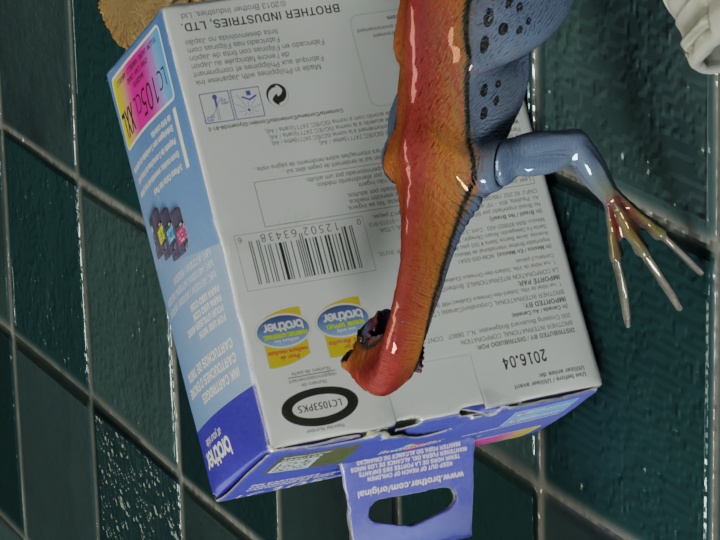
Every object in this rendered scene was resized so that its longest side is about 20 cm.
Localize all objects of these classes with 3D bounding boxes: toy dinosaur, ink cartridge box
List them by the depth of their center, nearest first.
[{"bbox_3d":[0.022,-0.057,1.010,0.105,0.200,0.182,-3,51,56],"label":"toy dinosaur"},{"bbox_3d":[0.000,0.000,1.100,0.076,0.136,0.201,136,122,-63],"label":"ink cartridge box"}]

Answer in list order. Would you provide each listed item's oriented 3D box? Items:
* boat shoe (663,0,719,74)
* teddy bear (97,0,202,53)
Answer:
[{"bbox_3d":[0.136,-0.091,0.849,0.200,0.072,0.066,-10,94,67],"label":"boat shoe"},{"bbox_3d":[-0.040,-0.151,1.243,0.145,0.066,0.201,54,139,29],"label":"teddy bear"}]
